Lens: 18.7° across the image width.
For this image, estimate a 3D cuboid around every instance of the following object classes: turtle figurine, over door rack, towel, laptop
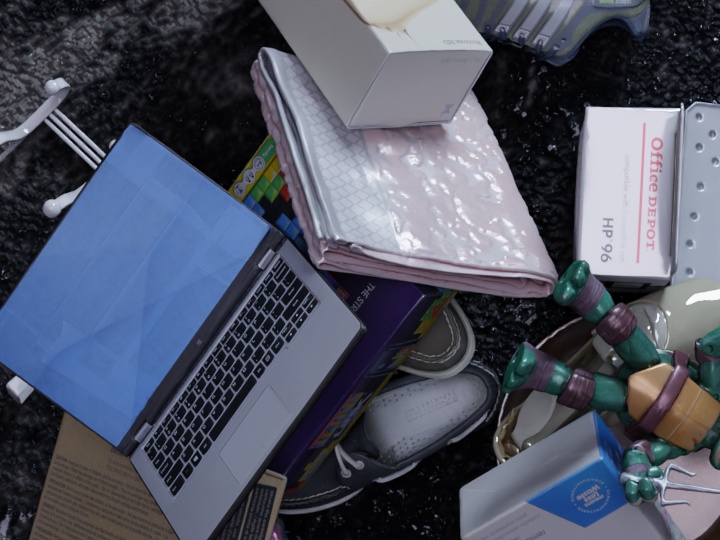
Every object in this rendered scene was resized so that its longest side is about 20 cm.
[{"bbox_3d":[0.200,0.086,1.429,0.199,0.101,0.151,31,76,-3],"label":"turtle figurine"},{"bbox_3d":[-0.239,-0.022,1.601,0.148,0.067,0.200,43,90,7],"label":"over door rack"},{"bbox_3d":[0.029,-0.069,1.506,0.189,0.032,0.201,8,43,-30],"label":"towel"},{"bbox_3d":[-0.126,0.044,1.410,0.115,0.200,0.188,29,101,-36],"label":"laptop"}]

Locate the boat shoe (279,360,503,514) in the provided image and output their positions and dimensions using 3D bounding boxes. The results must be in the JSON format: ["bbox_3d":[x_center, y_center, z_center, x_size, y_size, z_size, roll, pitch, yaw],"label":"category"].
[{"bbox_3d":[0.008,0.117,1.575,0.199,0.060,0.076,-29,84,1],"label":"boat shoe"}]

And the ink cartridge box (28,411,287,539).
[{"bbox_3d":[-0.152,0.194,1.517,0.075,0.199,0.166,19,86,-37],"label":"ink cartridge box"}]

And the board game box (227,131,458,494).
[{"bbox_3d":[-0.053,0.031,1.527,0.165,0.057,0.201,46,114,20],"label":"board game box"}]

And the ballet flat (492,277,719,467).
[{"bbox_3d":[0.167,0.073,1.506,0.200,0.069,0.070,-45,84,17],"label":"ballet flat"}]

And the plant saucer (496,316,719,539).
[{"bbox_3d":[0.197,0.127,1.576,0.198,0.032,0.202,0,86,3],"label":"plant saucer"}]

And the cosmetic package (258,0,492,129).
[{"bbox_3d":[-0.007,-0.195,1.537,0.201,0.103,0.073,54,131,29],"label":"cosmetic package"}]

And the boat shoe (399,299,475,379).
[{"bbox_3d":[-0.002,0.002,1.561,0.201,0.060,0.072,41,86,22],"label":"boat shoe"}]

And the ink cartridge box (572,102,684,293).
[{"bbox_3d":[0.183,-0.048,1.505,0.067,0.200,0.117,2,86,4],"label":"ink cartridge box"}]

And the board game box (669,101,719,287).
[{"bbox_3d":[0.315,-0.008,1.557,0.198,0.026,0.202,6,86,-10],"label":"board game box"}]

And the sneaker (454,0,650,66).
[{"bbox_3d":[0.120,-0.185,1.586,0.198,0.074,0.082,-14,89,5],"label":"sneaker"}]

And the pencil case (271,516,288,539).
[{"bbox_3d":[-0.054,0.276,1.554,0.087,0.087,0.201,-25,83,2],"label":"pencil case"}]

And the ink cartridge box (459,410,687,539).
[{"bbox_3d":[0.168,0.211,1.506,0.116,0.067,0.201,-32,111,14],"label":"ink cartridge box"}]
